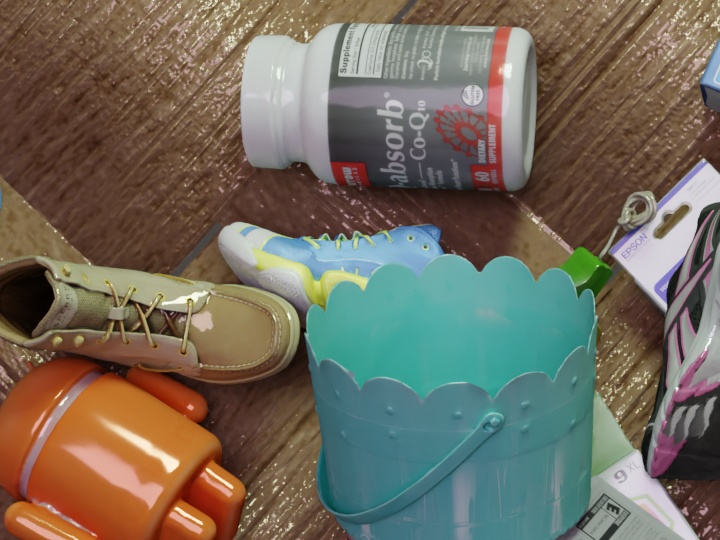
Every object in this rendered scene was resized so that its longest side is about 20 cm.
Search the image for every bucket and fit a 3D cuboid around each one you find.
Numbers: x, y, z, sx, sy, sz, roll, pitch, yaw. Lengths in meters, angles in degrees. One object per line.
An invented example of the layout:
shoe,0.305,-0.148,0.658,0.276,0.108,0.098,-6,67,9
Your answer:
bucket,0.061,0.089,1.463,0.205,0.207,0.136,0,113,10

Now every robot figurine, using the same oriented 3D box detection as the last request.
robot figurine,-0.178,0.136,1.589,0.199,0.117,0.145,30,90,11

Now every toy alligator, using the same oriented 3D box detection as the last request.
toy alligator,0.136,0.025,1.558,0.059,0.054,0.201,43,110,41

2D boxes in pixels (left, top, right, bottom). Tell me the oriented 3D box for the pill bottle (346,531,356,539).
pill bottle,0.052,0.259,1.525,0.110,0.111,0.202,-4,95,9

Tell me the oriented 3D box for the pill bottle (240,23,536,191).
pill bottle,0.022,-0.117,1.590,0.198,0.116,0.117,2,82,11

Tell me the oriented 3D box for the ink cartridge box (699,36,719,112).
ink cartridge box,0.338,-0.188,1.569,0.136,0.076,0.201,23,85,12

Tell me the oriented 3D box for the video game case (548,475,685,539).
video game case,0.181,0.231,1.422,0.182,0.200,0.023,36,123,12

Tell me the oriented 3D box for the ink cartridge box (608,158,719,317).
ink cartridge box,0.276,0.026,1.566,0.099,0.039,0.200,-43,79,2

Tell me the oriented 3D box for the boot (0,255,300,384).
boot,-0.157,0.032,1.554,0.199,0.155,0.073,10,88,31

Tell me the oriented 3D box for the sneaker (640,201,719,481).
sneaker,0.238,0.046,1.516,0.080,0.086,0.201,19,97,-24

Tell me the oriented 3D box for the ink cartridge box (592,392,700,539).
ink cartridge box,0.177,0.191,1.547,0.103,0.059,0.201,-34,78,4

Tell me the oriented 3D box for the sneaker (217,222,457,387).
sneaker,0.000,0.000,1.607,0.199,0.076,0.105,32,76,5
